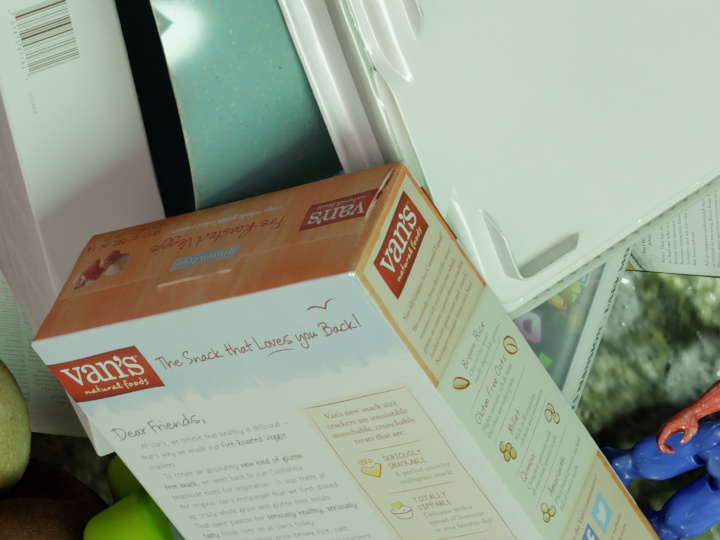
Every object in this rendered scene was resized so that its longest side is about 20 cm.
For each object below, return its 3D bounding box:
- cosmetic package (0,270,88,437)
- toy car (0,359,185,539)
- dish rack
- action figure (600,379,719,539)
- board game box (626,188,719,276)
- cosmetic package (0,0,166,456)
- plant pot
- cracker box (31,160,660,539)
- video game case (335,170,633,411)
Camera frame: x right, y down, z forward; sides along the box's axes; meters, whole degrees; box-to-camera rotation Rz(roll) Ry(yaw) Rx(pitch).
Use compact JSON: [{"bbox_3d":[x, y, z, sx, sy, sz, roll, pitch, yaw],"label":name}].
[{"bbox_3d":[-0.145,0.026,1.225,0.200,0.051,0.083,4,108,29],"label":"cosmetic package"},{"bbox_3d":[-0.175,0.079,1.108,0.164,0.158,0.200,-32,101,8],"label":"toy car"},{"bbox_3d":[0.080,-0.084,0.917,0.044,0.200,0.172,24,141,56],"label":"dish rack"},{"bbox_3d":[0.126,0.084,1.059,0.200,0.099,0.065,-30,92,33],"label":"action figure"},{"bbox_3d":[0.093,-0.100,1.033,0.135,0.035,0.201,5,111,30],"label":"board game box"},{"bbox_3d":[-0.118,-0.054,1.037,0.151,0.052,0.200,-130,24,-52],"label":"cosmetic package"},{"bbox_3d":[-0.027,-0.123,0.969,0.200,0.134,0.201,162,90,-80],"label":"plant pot"},{"bbox_3d":[0.002,0.064,0.931,0.134,0.058,0.200,-12,128,34],"label":"cracker box"},{"bbox_3d":[0.000,0.000,1.083,0.200,0.023,0.182,28,121,19],"label":"video game case"}]
